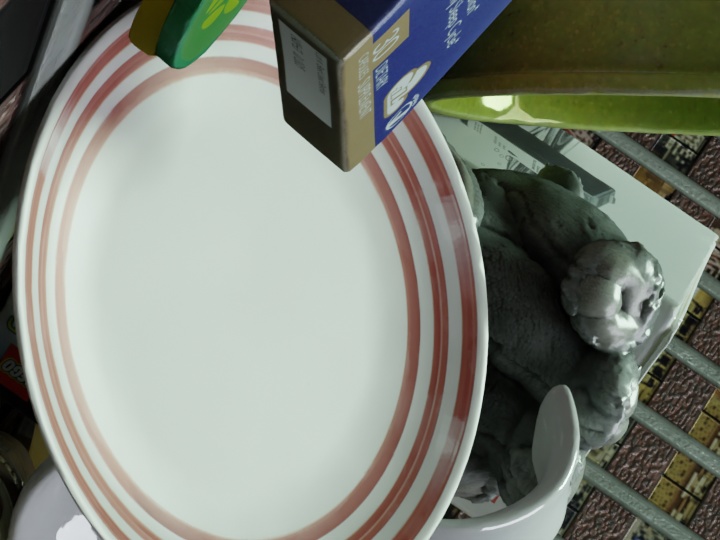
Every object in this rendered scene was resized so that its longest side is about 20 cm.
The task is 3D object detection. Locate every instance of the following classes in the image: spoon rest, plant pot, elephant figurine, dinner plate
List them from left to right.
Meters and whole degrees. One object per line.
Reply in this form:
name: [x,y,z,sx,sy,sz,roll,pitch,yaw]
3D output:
dinner plate: [-0.034,0.010,0.844,0.024,0.200,0.200,-10,-147,45]
spoon rest: [-0.018,0.080,0.908,0.061,0.199,0.100,-113,-158,-47]
elephant figurine: [0.000,0.000,0.994,0.142,0.199,0.155,-70,-161,-2]
plant pot: [0.123,-0.151,1.058,0.200,0.200,0.185,13,79,-86]

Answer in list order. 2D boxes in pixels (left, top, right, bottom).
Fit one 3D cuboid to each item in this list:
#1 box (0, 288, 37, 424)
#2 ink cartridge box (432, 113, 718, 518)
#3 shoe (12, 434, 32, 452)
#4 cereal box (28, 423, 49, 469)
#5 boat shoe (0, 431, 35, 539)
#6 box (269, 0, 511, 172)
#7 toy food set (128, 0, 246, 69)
box: [-0.068,-0.026,1.002,0.110,0.035,0.200,-57,176,24]
ink cartridge box: [0.030,-0.002,1.166,0.144,0.200,0.084,-58,175,32]
shoe: [-0.174,0.158,1.080,0.200,0.053,0.070,-58,177,-6]
cereal box: [-0.105,0.098,1.094,0.200,0.039,0.144,-39,143,-85]
boat shoe: [-0.164,0.142,0.944,0.203,0.075,0.075,-58,174,20]
box: [0.051,-0.123,0.798,0.200,0.032,0.121,-49,171,-9]
toy food set: [-0.004,-0.148,0.690,0.200,0.049,0.198,-52,175,-47]
